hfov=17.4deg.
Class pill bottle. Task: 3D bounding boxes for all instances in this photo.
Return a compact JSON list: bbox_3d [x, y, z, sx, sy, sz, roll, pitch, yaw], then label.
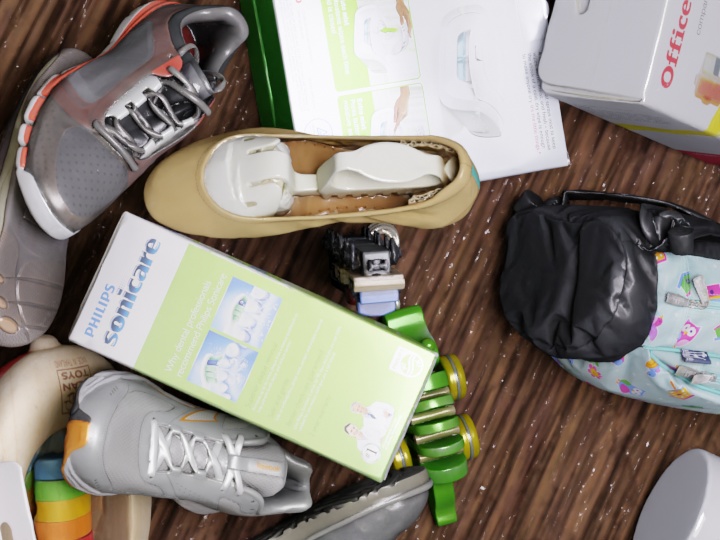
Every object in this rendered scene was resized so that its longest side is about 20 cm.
[{"bbox_3d":[0.284,0.200,1.535,0.199,0.114,0.114,26,84,-14],"label":"pill bottle"}]

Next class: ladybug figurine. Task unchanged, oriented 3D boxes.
[{"bbox_3d":[-0.192,0.135,1.414,0.135,0.072,0.201,-7,103,-45],"label":"ladybug figurine"}]

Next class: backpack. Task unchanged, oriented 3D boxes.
[{"bbox_3d":[0.202,0.025,1.502,0.199,0.167,0.127,14,96,-28],"label":"backpack"}]

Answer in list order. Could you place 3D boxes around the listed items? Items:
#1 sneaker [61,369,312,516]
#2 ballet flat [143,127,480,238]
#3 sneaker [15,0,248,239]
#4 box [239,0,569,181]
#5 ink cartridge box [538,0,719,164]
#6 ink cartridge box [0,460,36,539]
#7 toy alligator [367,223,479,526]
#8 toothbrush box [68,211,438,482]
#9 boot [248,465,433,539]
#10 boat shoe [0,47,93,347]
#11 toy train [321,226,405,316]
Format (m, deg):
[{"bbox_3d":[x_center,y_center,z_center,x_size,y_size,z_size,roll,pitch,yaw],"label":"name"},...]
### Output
[{"bbox_3d":[-0.096,0.106,1.390,0.092,0.200,0.076,7,84,30],"label":"sneaker"},{"bbox_3d":[-0.029,-0.058,1.380,0.199,0.063,0.069,-3,74,-3],"label":"ballet flat"},{"bbox_3d":[-0.131,-0.101,1.396,0.077,0.082,0.200,56,45,-29],"label":"sneaker"},{"bbox_3d":[0.023,-0.148,1.472,0.176,0.097,0.201,-11,93,-15],"label":"box"},{"bbox_3d":[0.215,-0.154,1.483,0.200,0.083,0.146,15,87,-48],"label":"ink cartridge box"},{"bbox_3d":[-0.281,0.177,1.348,0.199,0.067,0.118,-9,93,28],"label":"ink cartridge box"},{"bbox_3d":[0.037,0.067,1.498,0.059,0.054,0.201,-14,94,-15],"label":"toy alligator"},{"bbox_3d":[-0.062,0.045,1.402,0.199,0.146,0.086,23,89,0],"label":"toothbrush box"},{"bbox_3d":[0.004,0.244,1.477,0.181,0.073,0.201,-29,91,6],"label":"boot"},{"bbox_3d":[-0.209,-0.047,1.416,0.074,0.073,0.201,43,52,-40],"label":"boat shoe"},{"bbox_3d":[0.000,0.000,1.414,0.034,0.200,0.046,-3,94,-5],"label":"toy train"}]
